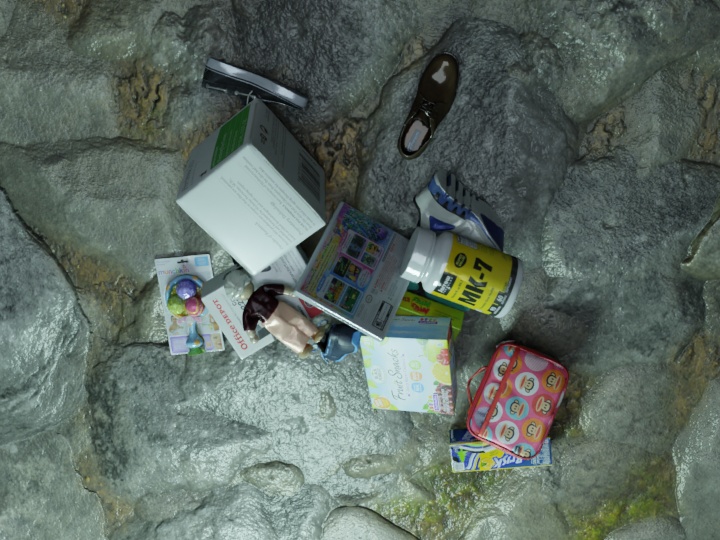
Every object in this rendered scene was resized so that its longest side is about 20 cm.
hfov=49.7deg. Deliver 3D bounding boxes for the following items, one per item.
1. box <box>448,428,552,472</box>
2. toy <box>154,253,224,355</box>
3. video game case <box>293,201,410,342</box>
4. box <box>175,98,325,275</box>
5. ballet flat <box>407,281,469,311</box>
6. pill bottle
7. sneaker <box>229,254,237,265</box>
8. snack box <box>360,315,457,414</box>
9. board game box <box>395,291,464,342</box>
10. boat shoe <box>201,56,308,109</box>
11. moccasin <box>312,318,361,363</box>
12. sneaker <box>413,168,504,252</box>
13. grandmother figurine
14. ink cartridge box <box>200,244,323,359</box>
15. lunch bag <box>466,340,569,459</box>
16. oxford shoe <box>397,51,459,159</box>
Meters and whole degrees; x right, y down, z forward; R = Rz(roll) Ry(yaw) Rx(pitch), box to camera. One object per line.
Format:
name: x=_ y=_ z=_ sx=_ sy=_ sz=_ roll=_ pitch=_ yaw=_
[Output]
box: x=0.278 y=0.354 z=1.556 sx=0.198 sy=0.070 sz=0.065 roll=-5 pitch=104 yaw=7
toy: x=-0.344 y=0.075 z=1.547 sx=0.114 sy=0.047 sz=0.202 roll=-5 pitch=106 yaw=5
video game case: x=0.000 y=0.000 z=1.405 sx=0.181 sy=0.024 sz=0.201 roll=29 pitch=67 yaw=-6
box: x=-0.183 y=-0.148 z=1.357 sx=0.171 sy=0.200 sz=0.200 roll=-34 pitch=119 yaw=19
ballet flat: x=0.124 y=0.014 z=1.474 sx=0.198 sy=0.073 sz=0.074 roll=18 pitch=108 yaw=6
pill bottle: x=0.178 y=0.000 z=1.385 sx=0.198 sy=0.114 sz=0.115 roll=19 pitch=108 yaw=-6
sneaker: x=-0.214 y=0.017 z=1.506 sx=0.200 sy=0.070 sz=0.109 roll=39 pitch=104 yaw=-9
snack box: x=0.094 y=0.179 z=1.479 sx=0.167 sy=0.068 sz=0.201 roll=2 pitch=128 yaw=14
board game box: x=0.087 y=0.092 z=1.488 sx=0.198 sy=0.048 sz=0.102 roll=21 pitch=136 yaw=0
boat shoe: x=-0.193 y=-0.319 z=1.400 sx=0.198 sy=0.074 sz=0.069 roll=20 pitch=103 yaw=0
moccasin: x=-0.052 y=0.123 z=1.467 sx=0.068 sy=0.200 sz=0.081 roll=15 pitch=71 yaw=-12
sneaker: x=0.169 y=-0.092 z=1.438 sx=0.199 sy=0.081 sz=0.115 roll=40 pitch=130 yaw=-22
grandmother figurine: x=-0.161 y=0.074 z=1.376 sx=0.200 sy=0.060 sz=0.122 roll=42 pitch=70 yaw=-15
ink cartridge box: x=-0.175 y=0.047 z=1.437 sx=0.199 sy=0.084 sz=0.145 roll=-30 pitch=109 yaw=3
lunch bag: x=0.290 y=0.242 z=1.491 sx=0.175 sy=0.082 sz=0.202 roll=23 pitch=88 yaw=15
oxford shoe: x=0.123 y=-0.287 z=1.376 sx=0.072 sy=0.084 sz=0.202 roll=21 pitch=106 yaw=1
